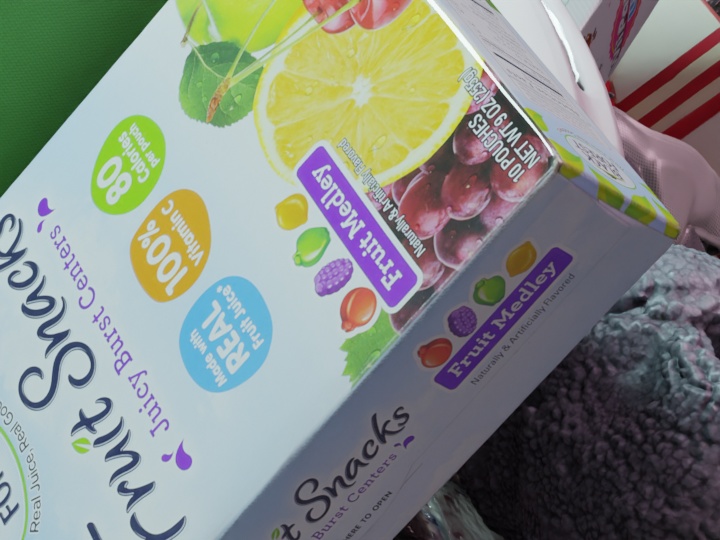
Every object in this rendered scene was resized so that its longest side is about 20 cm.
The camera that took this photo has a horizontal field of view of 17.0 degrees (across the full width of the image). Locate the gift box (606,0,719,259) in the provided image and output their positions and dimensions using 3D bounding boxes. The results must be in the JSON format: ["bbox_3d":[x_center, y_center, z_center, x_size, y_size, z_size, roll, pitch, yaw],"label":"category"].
[{"bbox_3d":[0.132,-0.001,1.109,0.187,0.200,0.185,48,3,-46],"label":"gift box"}]

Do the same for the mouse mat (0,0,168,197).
[{"bbox_3d":[-0.069,-0.063,0.804,0.200,0.161,0.008,26,14,-46],"label":"mouse mat"}]

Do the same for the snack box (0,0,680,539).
[{"bbox_3d":[-0.035,0.012,0.600,0.053,0.200,0.142,28,21,-44],"label":"snack box"}]

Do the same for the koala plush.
[{"bbox_3d":[0.064,0.025,0.842,0.200,0.177,0.184,39,23,9],"label":"koala plush"}]

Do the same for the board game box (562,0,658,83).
[{"bbox_3d":[0.043,-0.133,0.959,0.147,0.064,0.200,21,45,15],"label":"board game box"}]

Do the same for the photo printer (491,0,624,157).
[{"bbox_3d":[-0.016,-0.017,0.733,0.069,0.200,0.166,29,20,-40],"label":"photo printer"}]

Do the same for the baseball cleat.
[{"bbox_3d":[0.125,0.025,0.965,0.070,0.106,0.200,3,-57,49],"label":"baseball cleat"}]
